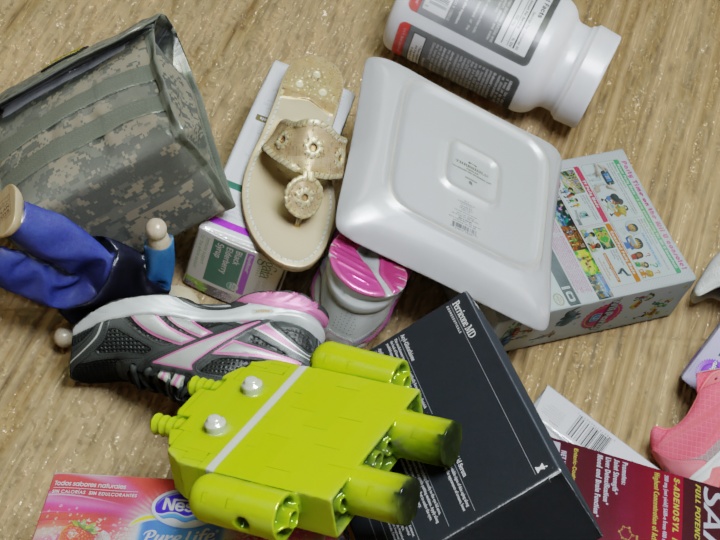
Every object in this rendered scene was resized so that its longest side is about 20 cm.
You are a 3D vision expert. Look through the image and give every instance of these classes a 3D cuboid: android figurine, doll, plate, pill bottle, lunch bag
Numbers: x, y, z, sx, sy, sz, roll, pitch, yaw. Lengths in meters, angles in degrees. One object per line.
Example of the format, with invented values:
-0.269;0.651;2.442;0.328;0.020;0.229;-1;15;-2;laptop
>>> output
-0.041;0.108;0.999;0.199;0.041;0.182;12;36;29;android figurine
-0.194;0.004;1.156;0.199;0.136;0.049;29;26;-42;doll
0.083;-0.071;1.255;0.199;0.032;0.201;26;48;-18;plate
0.131;-0.217;1.436;0.199;0.116;0.116;27;51;3;pill bottle
-0.206;-0.110;1.220;0.163;0.118;0.201;-26;48;6;lunch bag

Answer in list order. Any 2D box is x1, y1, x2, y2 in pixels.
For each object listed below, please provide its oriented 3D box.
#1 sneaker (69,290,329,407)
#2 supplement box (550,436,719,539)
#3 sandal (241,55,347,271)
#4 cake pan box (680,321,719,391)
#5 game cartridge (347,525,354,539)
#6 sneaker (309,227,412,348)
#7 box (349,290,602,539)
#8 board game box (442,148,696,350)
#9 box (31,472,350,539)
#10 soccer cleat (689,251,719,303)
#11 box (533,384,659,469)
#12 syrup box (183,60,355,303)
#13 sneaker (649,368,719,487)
-0.122;0.069;1.140;0.198;0.080;0.087;-7;60;11;sneaker
0.194;0.195;1.077;0.198;0.061;0.109;17;49;-5;supplement box
-0.045;-0.105;1.225;0.077;0.070;0.213;14;52;-8;sandal
0.390;0.071;1.279;0.184;0.052;0.200;39;97;13;cake pan box
-0.044;0.142;1.169;0.175;0.033;0.201;15;50;-6;game cartridge
0.000;0.000;1.256;0.081;0.089;0.200;29;27;3;sneaker
0.057;0.127;1.048;0.141;0.079;0.200;-33;36;7;box
0.165;-0.017;1.333;0.199;0.064;0.148;-11;59;-23;board game box
-0.109;0.203;1.017;0.198;0.103;0.095;1;50;14;box
0.370;0.066;1.343;0.086;0.070;0.200;-38;72;-14;soccer cleat
0.149;0.203;1.179;0.156;0.041;0.200;36;52;11;box
-0.074;-0.070;1.286;0.081;0.079;0.201;22;51;-1;syrup box
0.312;0.098;1.235;0.200;0.074;0.087;-44;66;4;sneaker
